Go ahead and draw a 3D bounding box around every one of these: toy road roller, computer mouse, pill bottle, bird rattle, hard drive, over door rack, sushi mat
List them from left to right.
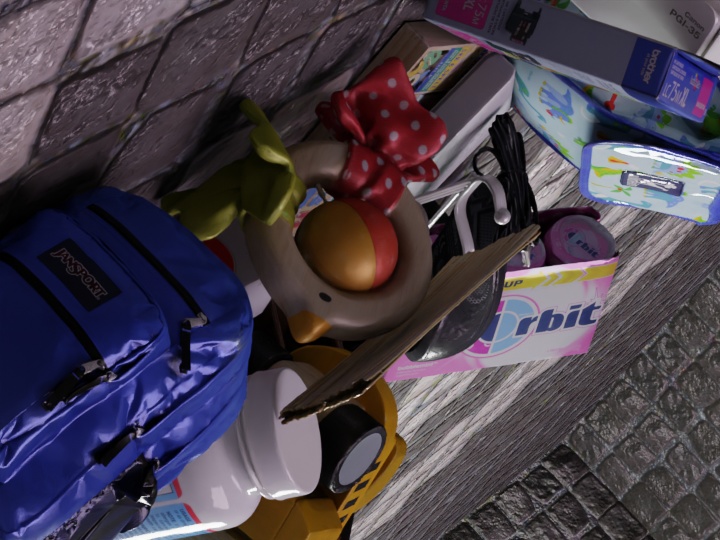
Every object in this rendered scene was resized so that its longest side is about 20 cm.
[{"bbox_3d":[-0.132,0.121,1.384,0.199,0.109,0.109,-12,176,17],"label":"pill bottle"},{"bbox_3d":[-0.050,0.147,1.488,0.200,0.123,0.146,-58,155,10],"label":"toy road roller"},{"bbox_3d":[-0.018,-0.034,1.322,0.200,0.164,0.113,-11,166,-48],"label":"bird rattle"},{"bbox_3d":[0.000,0.000,1.491,0.147,0.067,0.200,-18,174,-31],"label":"over door rack"},{"bbox_3d":[0.032,0.032,1.347,0.096,0.012,0.200,-25,-169,48],"label":"sushi mat"},{"bbox_3d":[0.059,-0.092,1.559,0.132,0.027,0.200,-46,176,0],"label":"hard drive"},{"bbox_3d":[0.089,-0.004,1.576,0.139,0.053,0.200,-92,-156,-45],"label":"computer mouse"}]

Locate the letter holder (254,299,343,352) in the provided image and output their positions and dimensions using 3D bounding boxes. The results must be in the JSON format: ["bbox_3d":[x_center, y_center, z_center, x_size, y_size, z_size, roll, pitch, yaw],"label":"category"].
[{"bbox_3d":[-0.094,0.090,1.665,0.100,0.143,0.200,0,149,-23],"label":"letter holder"}]

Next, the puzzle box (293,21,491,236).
[{"bbox_3d":[0.004,-0.093,1.480,0.200,0.025,0.133,-48,167,23],"label":"puzzle box"}]

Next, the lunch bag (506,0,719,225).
[{"bbox_3d":[0.203,-0.123,1.588,0.127,0.200,0.170,-46,169,-7],"label":"lunch bag"}]

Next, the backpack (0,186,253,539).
[{"bbox_3d":[-0.153,0.053,1.158,0.200,0.163,0.168,-35,163,-27],"label":"backpack"}]

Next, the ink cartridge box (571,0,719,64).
[{"bbox_3d":[0.238,-0.226,1.482,0.200,0.147,0.083,-31,161,-40],"label":"ink cartridge box"}]

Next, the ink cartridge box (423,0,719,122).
[{"bbox_3d":[0.151,-0.139,1.370,0.119,0.199,0.042,8,100,-67],"label":"ink cartridge box"}]

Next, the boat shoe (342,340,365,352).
[{"bbox_3d":[-0.012,0.052,1.686,0.070,0.072,0.201,-13,151,-23],"label":"boat shoe"}]

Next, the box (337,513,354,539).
[{"bbox_3d":[-0.060,0.237,1.587,0.159,0.046,0.200,127,-20,-48],"label":"box"}]

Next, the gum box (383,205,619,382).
[{"bbox_3d":[0.109,0.018,1.741,0.199,0.066,0.114,-7,138,-21],"label":"gum box"}]

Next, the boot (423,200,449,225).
[{"bbox_3d":[0.011,0.025,1.812,0.162,0.073,0.198,-37,167,-11],"label":"boot"}]

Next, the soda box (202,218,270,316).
[{"bbox_3d":[-0.133,0.024,1.354,0.200,0.064,0.068,-32,164,-44],"label":"soda box"}]
